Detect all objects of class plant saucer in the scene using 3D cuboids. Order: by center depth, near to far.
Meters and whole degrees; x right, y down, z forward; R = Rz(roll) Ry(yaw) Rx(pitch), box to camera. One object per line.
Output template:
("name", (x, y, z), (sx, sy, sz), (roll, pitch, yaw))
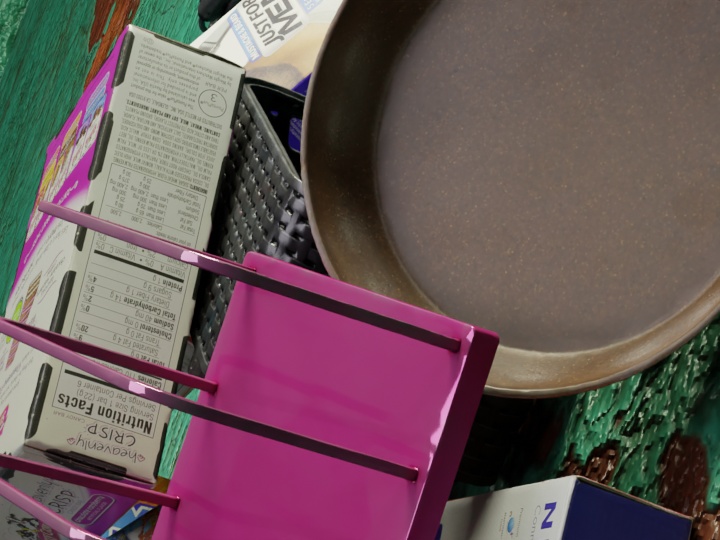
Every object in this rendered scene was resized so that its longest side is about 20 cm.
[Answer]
("plant saucer", (0.072, -0.052, 0.819), (0.199, 0.034, 0.201), (-5, 79, 28))

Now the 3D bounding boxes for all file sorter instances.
("file sorter", (-0.069, 0.088, 0.773), (0.139, 0.125, 0.201), (18, 90, 51))

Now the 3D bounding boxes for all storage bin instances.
("storage bin", (0.000, 0.000, 0.974), (0.094, 0.135, 0.200), (-66, 17, 12))

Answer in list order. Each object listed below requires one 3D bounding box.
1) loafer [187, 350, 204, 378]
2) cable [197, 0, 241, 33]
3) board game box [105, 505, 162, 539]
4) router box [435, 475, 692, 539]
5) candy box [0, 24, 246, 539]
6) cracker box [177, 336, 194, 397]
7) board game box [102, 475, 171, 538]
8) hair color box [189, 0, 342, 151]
("loafer", (-0.011, -0.004, 1.138), (0.200, 0.071, 0.073), (-51, 14, 32))
("cable", (-0.079, -0.286, 1.709), (0.163, 0.051, 0.201), (-46, 28, 53))
("board game box", (-0.079, 0.182, 0.881), (0.134, 0.034, 0.200), (-32, 38, 19))
("router box", (0.036, 0.182, 0.803), (0.179, 0.049, 0.201), (-28, 45, 66))
("candy box", (-0.114, 0.014, 0.973), (0.136, 0.061, 0.201), (137, 148, -59))
("cracker box", (-0.125, 0.028, 1.302), (0.200, 0.058, 0.134), (-45, 22, 11))
("board game box", (-0.199, 0.228, 1.227), (0.200, 0.199, 0.201), (128, 156, -47))
("hair color box", (-0.055, -0.087, 1.205), (0.200, 0.065, 0.109), (-41, 36, 8))
